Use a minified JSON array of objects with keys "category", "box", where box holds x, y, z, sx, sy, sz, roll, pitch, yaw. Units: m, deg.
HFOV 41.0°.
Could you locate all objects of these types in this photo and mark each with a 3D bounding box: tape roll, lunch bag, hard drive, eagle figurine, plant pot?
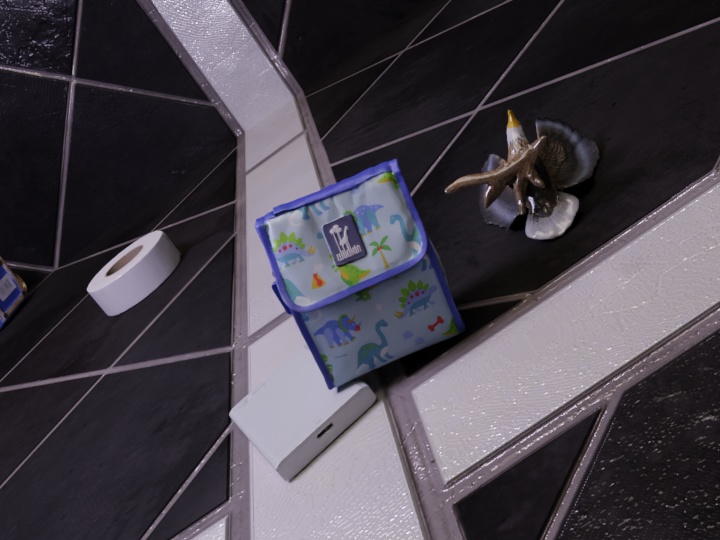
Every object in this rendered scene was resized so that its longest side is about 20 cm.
[{"category":"tape roll","box":[-0.480,0.004,2.047,0.201,0.071,0.203,-32,20,13]},{"category":"lunch bag","box":[0.000,0.000,1.040,0.168,0.202,0.128,-23,20,2]},{"category":"hard drive","box":[-0.072,0.156,1.105,0.132,0.026,0.200,-41,21,-11]},{"category":"eagle figurine","box":[0.203,-0.121,1.162,0.150,0.153,0.200,16,6,17]},{"category":"plant pot","box":[-1.055,0.073,2.671,0.178,0.201,0.201,-19,25,22]}]

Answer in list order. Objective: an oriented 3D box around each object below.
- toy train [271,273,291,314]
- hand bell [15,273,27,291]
[{"category":"toy train","box":[-0.022,-0.019,1.345,0.199,0.085,0.116,-31,7,15]},{"category":"hand bell","box":[-1.089,0.102,2.851,0.200,0.104,0.104,-44,17,17]}]
